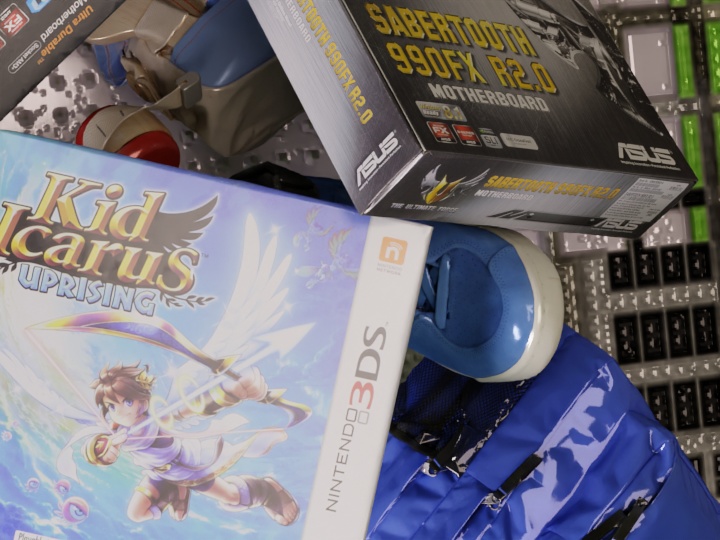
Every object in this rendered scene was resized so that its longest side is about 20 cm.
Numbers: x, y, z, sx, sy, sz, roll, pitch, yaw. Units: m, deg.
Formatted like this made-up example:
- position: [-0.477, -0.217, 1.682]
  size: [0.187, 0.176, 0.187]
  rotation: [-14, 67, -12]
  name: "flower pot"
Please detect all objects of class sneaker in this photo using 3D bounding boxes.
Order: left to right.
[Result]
- position: [0.000, 0.001, 1.320]
  size: [0.111, 0.200, 0.077]
  rotation: [2, 108, -36]
  name: "sneaker"

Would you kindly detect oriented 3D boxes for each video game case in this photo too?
- position: [-0.083, 0.046, 1.239]
  size: [0.199, 0.045, 0.182]
  rotation: [12, 89, -4]
  name: "video game case"

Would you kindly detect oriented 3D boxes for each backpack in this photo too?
- position: [0.068, 0.137, 1.378]
  size: [0.200, 0.168, 0.163]
  rotation: [-46, 131, -7]
  name: "backpack"

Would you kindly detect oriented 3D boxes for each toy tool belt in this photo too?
- position: [-0.080, -0.122, 1.383]
  size: [0.200, 0.125, 0.123]
  rotation: [-35, 62, -19]
  name: "toy tool belt"

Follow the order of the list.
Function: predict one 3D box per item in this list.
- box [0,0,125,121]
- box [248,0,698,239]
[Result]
- position: [-0.155, -0.133, 1.301]
  size: [0.200, 0.159, 0.046]
  rotation: [-45, 110, -3]
  name: "box"
- position: [0.048, -0.094, 1.290]
  size: [0.199, 0.048, 0.159]
  rotation: [5, 50, -47]
  name: "box"
